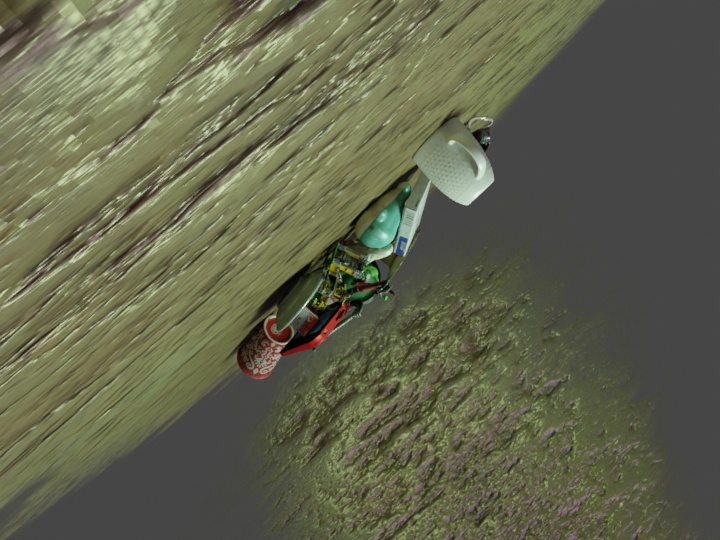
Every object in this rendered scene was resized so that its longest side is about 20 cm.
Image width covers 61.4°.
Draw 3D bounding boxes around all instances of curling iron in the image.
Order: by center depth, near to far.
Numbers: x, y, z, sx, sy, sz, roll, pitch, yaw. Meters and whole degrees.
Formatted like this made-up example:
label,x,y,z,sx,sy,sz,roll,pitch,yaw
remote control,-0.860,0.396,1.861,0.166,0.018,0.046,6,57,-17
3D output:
label,x,y,z,sx,sy,sz,roll,pitch,yaw
curling iron,0.000,0.056,1.690,0.196,0.026,0.050,-9,-149,34

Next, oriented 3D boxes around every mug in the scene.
label,x,y,z,sx,sy,sz,roll,pitch,yaw
mug,0.238,-0.259,1.448,0.147,0.176,0.200,-40,177,-11
mug,-0.309,0.224,1.966,0.131,0.181,0.201,7,141,-33

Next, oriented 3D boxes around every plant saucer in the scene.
label,x,y,z,sx,sy,sz,roll,pitch,yaw
plant saucer,-0.177,0.071,1.651,0.201,0.050,0.201,-48,-169,12

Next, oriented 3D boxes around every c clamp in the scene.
label,x,y,z,sx,sy,sz,roll,pitch,yaw
c clamp,-0.066,0.152,1.716,0.198,0.027,0.171,-37,-165,-8

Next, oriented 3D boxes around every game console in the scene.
label,x,y,z,sx,sy,sz,roll,pitch,yaw
game console,-0.127,0.158,1.717,0.175,0.031,0.200,-20,-159,43

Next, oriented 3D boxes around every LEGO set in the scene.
label,x,y,z,sx,sy,sz,roll,pitch,yaw
LEGO set,-0.050,0.032,1.685,0.154,0.114,0.204,-50,-159,51

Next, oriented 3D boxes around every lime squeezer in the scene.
label,x,y,z,sx,sy,sz,roll,pitch,yaw
lime squeezer,0.010,0.017,1.732,0.037,0.197,0.073,0,109,-55

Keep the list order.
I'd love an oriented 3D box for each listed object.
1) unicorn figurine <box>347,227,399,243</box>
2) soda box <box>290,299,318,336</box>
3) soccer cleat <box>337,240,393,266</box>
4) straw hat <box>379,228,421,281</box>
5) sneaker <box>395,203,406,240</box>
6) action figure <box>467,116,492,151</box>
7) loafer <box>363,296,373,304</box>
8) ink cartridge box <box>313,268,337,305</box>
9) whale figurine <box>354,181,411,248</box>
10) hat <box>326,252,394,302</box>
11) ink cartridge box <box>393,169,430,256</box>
label,x,y,z,sx,sy,sz,roll,pitch,yaw
unicorn figurine,0.055,-0.115,1.783,0.202,0.073,0.138,-55,-143,13
soda box,-0.166,0.122,1.738,0.070,0.063,0.200,-49,-170,3
soccer cleat,0.019,-0.048,1.736,0.196,0.079,0.069,0,-148,41
straw hat,0.096,-0.063,1.837,0.204,0.084,0.201,-58,180,-1
sneaker,0.095,-0.116,1.909,0.199,0.130,0.079,-43,-168,-21
action figure,0.294,-0.365,1.776,0.200,0.130,0.154,-157,-106,-80
loafer,-0.025,0.023,1.948,0.074,0.201,0.070,-25,-154,31
ink cartridge box,-0.105,0.074,1.930,0.083,0.146,0.200,-38,178,16
whale figurine,0.075,-0.145,1.628,0.200,0.104,0.159,-45,176,7
hat,0.000,0.000,1.785,0.176,0.194,0.171,116,-19,-74
ink cartridge box,0.155,-0.175,1.697,0.202,0.040,0.203,100,12,-55
